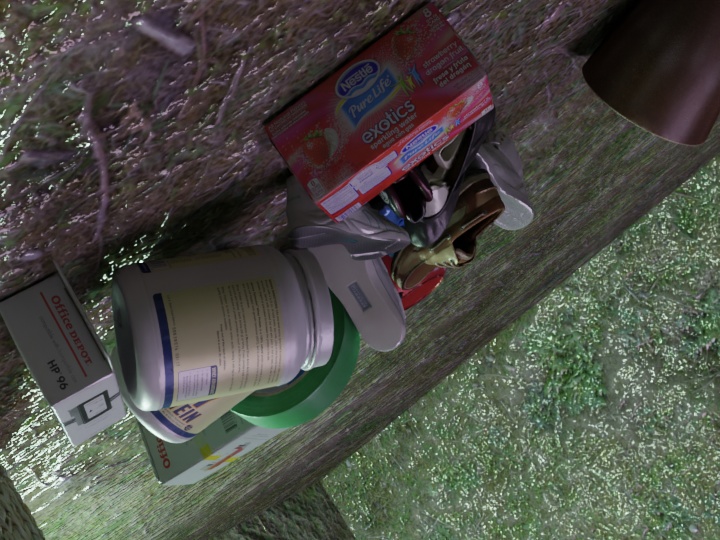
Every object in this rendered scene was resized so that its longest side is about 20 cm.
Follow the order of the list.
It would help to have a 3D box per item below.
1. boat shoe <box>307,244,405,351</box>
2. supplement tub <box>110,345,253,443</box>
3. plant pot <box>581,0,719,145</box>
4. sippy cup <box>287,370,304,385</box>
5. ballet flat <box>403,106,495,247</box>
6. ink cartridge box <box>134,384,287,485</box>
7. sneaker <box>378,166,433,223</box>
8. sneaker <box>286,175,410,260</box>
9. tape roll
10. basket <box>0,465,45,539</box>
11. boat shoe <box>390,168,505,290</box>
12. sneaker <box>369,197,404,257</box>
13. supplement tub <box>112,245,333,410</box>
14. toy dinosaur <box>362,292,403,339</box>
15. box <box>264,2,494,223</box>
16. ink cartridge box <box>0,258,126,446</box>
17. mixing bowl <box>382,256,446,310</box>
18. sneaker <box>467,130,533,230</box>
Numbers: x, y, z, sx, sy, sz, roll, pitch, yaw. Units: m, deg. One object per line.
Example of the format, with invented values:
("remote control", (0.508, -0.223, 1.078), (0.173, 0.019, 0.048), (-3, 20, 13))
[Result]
("boat shoe", (0.000, 0.000, 1.286), (0.072, 0.201, 0.069), (-32, -173, 18))
("supplement tub", (-0.177, 0.092, 1.242), (0.199, 0.146, 0.145), (-37, 166, 8))
("plant pot", (0.409, -0.294, 1.326), (0.186, 0.187, 0.201), (-19, 145, -48))
("sippy cup", (-0.103, 0.123, 1.516), (0.139, 0.176, 0.132), (-1, 103, -65))
("ballet flat", (0.092, -0.123, 1.250), (0.068, 0.068, 0.201), (4, 112, -59))
("ink cartridge box", (-0.201, 0.184, 1.440), (0.199, 0.146, 0.083), (-32, 157, 20))
("sneaker", (0.035, -0.094, 1.180), (0.075, 0.116, 0.200), (-35, 166, 1))
("sneaker", (-0.010, -0.062, 1.177), (0.070, 0.081, 0.200), (-23, 158, 30))
("tape roll", (-0.098, 0.095, 1.320), (0.200, 0.201, 0.048), (-36, 143, 6))
("basket", (-0.512, 0.385, 1.331), (0.200, 0.199, 0.160), (-43, 166, 31))
("boat shoe", (0.109, -0.038, 1.328), (0.075, 0.074, 0.200), (-15, 151, -45))
("sneaker", (0.045, -0.057, 1.357), (0.066, 0.079, 0.200), (-29, 174, 0))
("supplement tub", (-0.141, 0.053, 1.073), (0.198, 0.146, 0.145), (-9, 157, -21))
("toy dinosaur", (-0.002, 0.041, 1.373), (0.201, 0.088, 0.048), (-54, -171, 28))
("box", (0.021, -0.147, 1.009), (0.199, 0.096, 0.100), (-36, 167, 4))
("ink cartridge box", (-0.286, 0.083, 1.016), (0.067, 0.116, 0.200), (-29, 164, -18))
("mixing bowl", (0.053, -0.007, 1.542), (0.199, 0.109, 0.200), (-34, 167, -9))
("sneaker", (0.148, -0.146, 1.374), (0.073, 0.116, 0.200), (-28, 135, 28))
